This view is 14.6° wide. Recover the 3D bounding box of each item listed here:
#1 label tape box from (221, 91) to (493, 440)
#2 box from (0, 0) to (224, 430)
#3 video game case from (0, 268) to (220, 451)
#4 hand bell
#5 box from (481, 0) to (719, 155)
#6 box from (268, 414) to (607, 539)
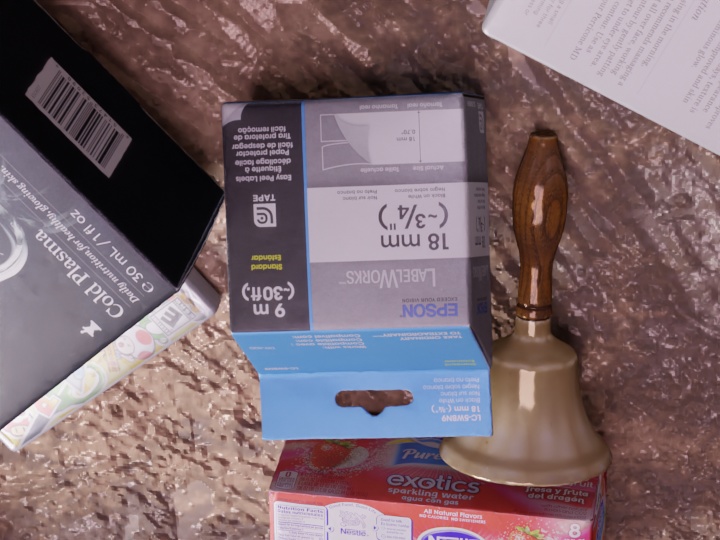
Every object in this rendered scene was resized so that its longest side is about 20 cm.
[{"bbox_3d":[0.000,0.000,1.622,0.144,0.063,0.200,-2,92,13],"label":"label tape box"},{"bbox_3d":[-0.223,-0.033,1.637,0.197,0.124,0.200,-37,106,29],"label":"box"},{"bbox_3d":[-0.216,-0.003,1.734,0.182,0.023,0.200,-34,108,26],"label":"video game case"},{"bbox_3d":[0.101,0.016,1.660,0.104,0.104,0.200,4,107,9],"label":"hand bell"},{"bbox_3d":[0.182,-0.153,1.493,0.200,0.152,0.106,26,120,-5],"label":"box"},{"bbox_3d":[0.049,0.157,1.729,0.200,0.096,0.100,4,122,9],"label":"box"}]
